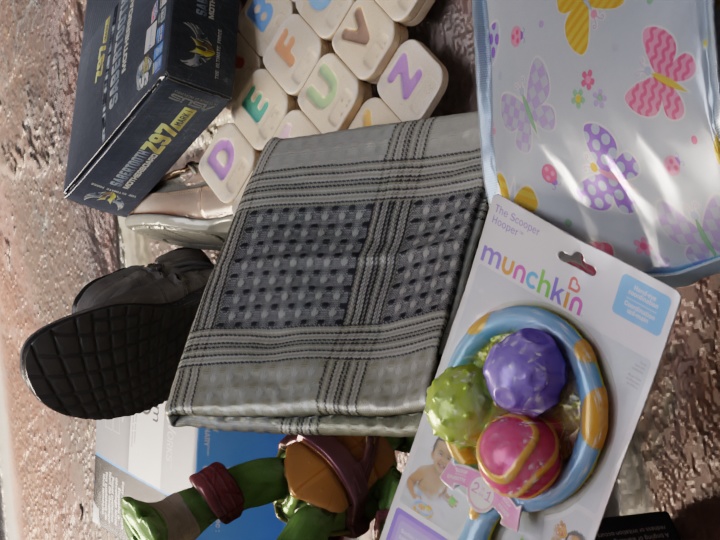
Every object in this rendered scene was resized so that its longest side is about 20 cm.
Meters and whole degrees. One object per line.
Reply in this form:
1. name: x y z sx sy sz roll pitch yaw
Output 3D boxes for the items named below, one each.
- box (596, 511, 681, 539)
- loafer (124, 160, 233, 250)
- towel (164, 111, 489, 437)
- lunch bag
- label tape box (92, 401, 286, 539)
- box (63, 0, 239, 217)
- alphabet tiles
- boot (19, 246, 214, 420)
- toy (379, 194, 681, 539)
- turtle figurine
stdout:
1. box: 0.099 0.258 1.130 0.200 0.123 0.198 -51 51 44
2. loafer: -0.074 -0.048 1.421 0.199 0.072 0.063 2 77 49
3. towel: 0.000 0.000 1.196 0.199 0.035 0.194 -1 53 32
4. lunch bag: 0.143 -0.091 1.041 0.169 0.126 0.202 -20 67 52
5. label tape box: -0.101 0.120 1.465 0.199 0.066 0.145 21 110 55
6. box: -0.131 -0.158 1.444 0.158 0.051 0.202 -42 37 50
7. alphabet tiles: -0.026 -0.115 1.328 0.201 0.015 0.196 -57 42 19
8. boot: -0.149 0.038 1.416 0.131 0.199 0.070 12 110 51
9. toy: 0.062 0.080 1.033 0.115 0.047 0.202 30 113 36
10. turtle figurine: -0.021 0.110 1.220 0.200 0.193 0.145 11 131 59
